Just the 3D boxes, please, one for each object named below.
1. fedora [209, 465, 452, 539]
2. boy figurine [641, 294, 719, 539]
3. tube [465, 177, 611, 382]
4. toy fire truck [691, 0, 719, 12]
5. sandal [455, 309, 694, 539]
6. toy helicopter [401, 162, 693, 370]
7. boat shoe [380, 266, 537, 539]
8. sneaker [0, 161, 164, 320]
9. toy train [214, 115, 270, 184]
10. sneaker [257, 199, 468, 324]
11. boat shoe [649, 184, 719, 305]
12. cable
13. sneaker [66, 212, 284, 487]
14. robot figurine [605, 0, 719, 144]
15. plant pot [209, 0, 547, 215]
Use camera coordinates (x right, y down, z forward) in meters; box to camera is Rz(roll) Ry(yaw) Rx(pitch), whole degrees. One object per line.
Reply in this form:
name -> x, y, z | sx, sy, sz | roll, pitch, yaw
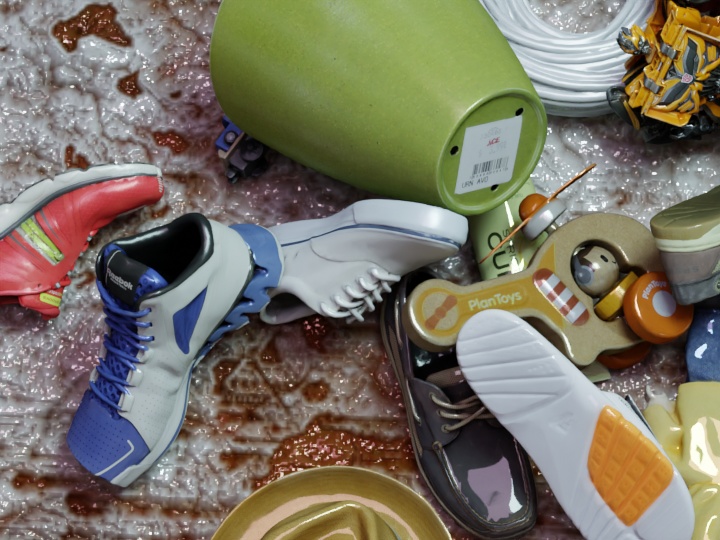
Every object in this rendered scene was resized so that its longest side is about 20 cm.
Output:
fedora -> -0.025, 0.214, 1.530 | 0.199, 0.082, 0.202 | -1, 67, 3
boy figurine -> 0.248, 0.114, 1.565 | 0.123, 0.065, 0.202 | 6, 69, 6
tube -> 0.111, -0.009, 1.635 | 0.058, 0.052, 0.202 | -25, 71, 26
toy fire truck -> 0.288, -0.262, 1.660 | 0.167, 0.112, 0.202 | 15, 65, -20
sandal -> 0.146, 0.101, 1.528 | 0.079, 0.059, 0.207 | -37, 93, 23
toy helicopter -> 0.116, 0.006, 1.567 | 0.198, 0.079, 0.133 | -11, 76, -24
boat shoe -> 0.061, 0.088, 1.582 | 0.074, 0.073, 0.201 | -23, 68, -6
sneaker -> -0.221, -0.010, 1.653 | 0.199, 0.077, 0.085 | -27, 79, 0
toy train -> -0.046, -0.147, 1.710 | 0.046, 0.034, 0.201 | 29, 72, 18
sneaker -> 0.000, 0.000, 1.583 | 0.073, 0.199, 0.071 | 17, 72, -33
boat shoe -> 0.263, -0.023, 1.588 | 0.071, 0.200, 0.067 | 9, 107, 40
cable -> 0.155, -0.204, 1.702 | 0.199, 0.069, 0.201 | -23, 68, -7
sneaker -> -0.148, 0.036, 1.570 | 0.080, 0.115, 0.200 | 37, 94, 37
robot figurine -> 0.269, -0.133, 1.607 | 0.198, 0.146, 0.058 | 11, 33, -17
plant pot -> 0.030, -0.124, 1.579 | 0.187, 0.188, 0.200 | -40, 49, -12
